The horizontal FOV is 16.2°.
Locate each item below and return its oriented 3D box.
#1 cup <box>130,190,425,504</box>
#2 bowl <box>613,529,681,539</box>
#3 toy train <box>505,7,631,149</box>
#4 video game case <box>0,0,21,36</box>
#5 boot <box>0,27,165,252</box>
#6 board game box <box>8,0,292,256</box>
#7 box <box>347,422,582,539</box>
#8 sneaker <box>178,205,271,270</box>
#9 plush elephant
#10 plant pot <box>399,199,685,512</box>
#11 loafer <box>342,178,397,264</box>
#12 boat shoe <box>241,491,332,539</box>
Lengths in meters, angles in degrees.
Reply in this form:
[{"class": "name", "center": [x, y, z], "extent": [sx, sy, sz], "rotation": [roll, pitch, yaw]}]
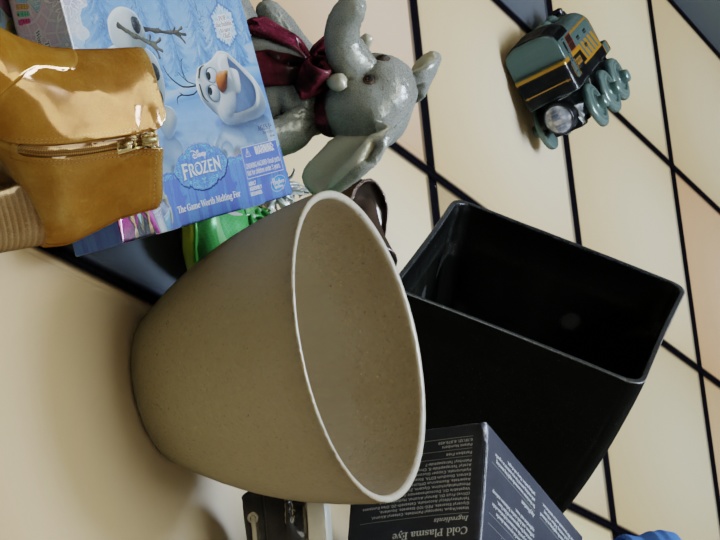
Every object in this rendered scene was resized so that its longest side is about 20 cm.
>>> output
[{"class": "cup", "center": [-0.062, 0.062, 1.626], "extent": [0.200, 0.143, 0.201], "rotation": [-13, 90, -69]}, {"class": "bowl", "center": [0.185, 0.277, 1.745], "extent": [0.201, 0.039, 0.202], "rotation": [-171, -90, -84]}, {"class": "toy train", "center": [0.207, -0.198, 2.533], "extent": [0.114, 0.085, 0.200], "rotation": [63, 24, -9]}, {"class": "video game case", "center": [-0.230, -0.191, 1.522], "extent": [0.200, 0.018, 0.144], "rotation": [-44, 118, -66]}, {"class": "boot", "center": [-0.185, -0.112, 1.437], "extent": [0.144, 0.071, 0.202], "rotation": [-22, 112, -32]}, {"class": "board game box", "center": [-0.133, -0.125, 1.600], "extent": [0.200, 0.043, 0.200], "rotation": [-20, 95, -59]}, {"class": "box", "center": [0.073, 0.234, 1.767], "extent": [0.200, 0.104, 0.183], "rotation": [51, 37, -51]}, {"class": "sneaker", "center": [-0.061, -0.020, 1.752], "extent": [0.200, 0.083, 0.074], "rotation": [28, 52, -58]}, {"class": "plush elephant", "center": [-0.032, -0.132, 1.791], "extent": [0.165, 0.154, 0.201], "rotation": [-70, 141, -54]}, {"class": "plant pot", "center": [0.115, 0.087, 1.965], "extent": [0.200, 0.199, 0.178], "rotation": [-52, 162, -64]}, {"class": "loafer", "center": [0.000, 0.000, 1.912], "extent": [0.200, 0.071, 0.073], "rotation": [-77, 147, -48]}, {"class": "boat shoe", "center": [-0.047, 0.240, 1.677], "extent": [0.074, 0.060, 0.201], "rotation": [-73, 160, -78]}]
